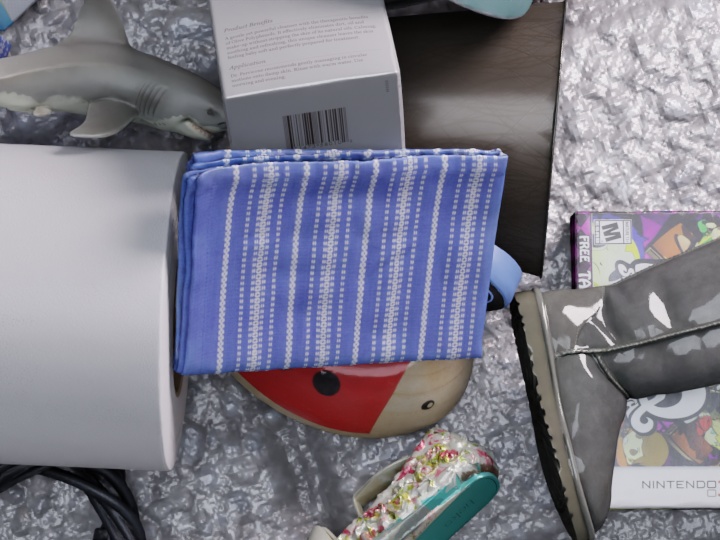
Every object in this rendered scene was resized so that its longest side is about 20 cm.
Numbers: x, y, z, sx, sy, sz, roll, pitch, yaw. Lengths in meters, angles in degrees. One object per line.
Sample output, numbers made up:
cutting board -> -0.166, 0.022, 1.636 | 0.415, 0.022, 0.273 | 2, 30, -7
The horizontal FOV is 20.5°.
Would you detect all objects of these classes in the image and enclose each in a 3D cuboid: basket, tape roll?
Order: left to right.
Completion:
tape roll -> -0.180, 0.023, 1.243 | 0.139, 0.203, 0.204 | 3, 84, 0
basket -> 0.027, -0.092, 1.292 | 0.199, 0.136, 0.181 | 5, 99, 5

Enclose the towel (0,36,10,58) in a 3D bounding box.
towel -> -0.266, -0.099, 1.248 | 0.024, 0.200, 0.145 | 15, 85, 5

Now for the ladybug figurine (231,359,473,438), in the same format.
ladybug figurine -> -0.020, 0.034, 1.307 | 0.199, 0.072, 0.136 | 23, 85, 2

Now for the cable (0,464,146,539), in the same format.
cable -> -0.220, 0.202, 1.300 | 0.163, 0.051, 0.200 | 42, 85, 4

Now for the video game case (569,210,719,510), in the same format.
video game case -> 0.231, 0.060, 1.323 | 0.181, 0.036, 0.201 | 0, 84, 0

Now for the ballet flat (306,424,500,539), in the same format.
ballet flat -> 0.006, 0.179, 1.304 | 0.200, 0.076, 0.064 | -40, 55, -8

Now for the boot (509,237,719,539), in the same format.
boot -> 0.208, 0.070, 1.276 | 0.199, 0.073, 0.183 | -10, 86, -5

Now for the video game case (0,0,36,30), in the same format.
video game case -> -0.219, -0.271, 1.300 | 0.200, 0.018, 0.143 | -39, 106, 23

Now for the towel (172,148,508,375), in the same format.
towel -> -0.013, -0.004, 1.183 | 0.199, 0.024, 0.145 | -3, 117, -17

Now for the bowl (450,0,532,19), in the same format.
bowl -> 0.055, -0.258, 1.199 | 0.201, 0.201, 0.105 | 43, 116, 4

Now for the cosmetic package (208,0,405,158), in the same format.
cosmetic package -> -0.039, -0.158, 1.211 | 0.107, 0.085, 0.201 | -8, 52, -1

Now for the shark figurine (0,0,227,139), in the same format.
shark figurine -> -0.184, -0.131, 1.219 | 0.214, 0.128, 0.090 | 1, 107, -32

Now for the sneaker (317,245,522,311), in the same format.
sneaker -> 0.000, 0.000, 1.241 | 0.199, 0.070, 0.078 | 19, 68, -6

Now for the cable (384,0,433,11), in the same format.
cable -> 0.072, -0.183, 1.307 | 0.199, 0.097, 0.050 | -20, 129, -13
